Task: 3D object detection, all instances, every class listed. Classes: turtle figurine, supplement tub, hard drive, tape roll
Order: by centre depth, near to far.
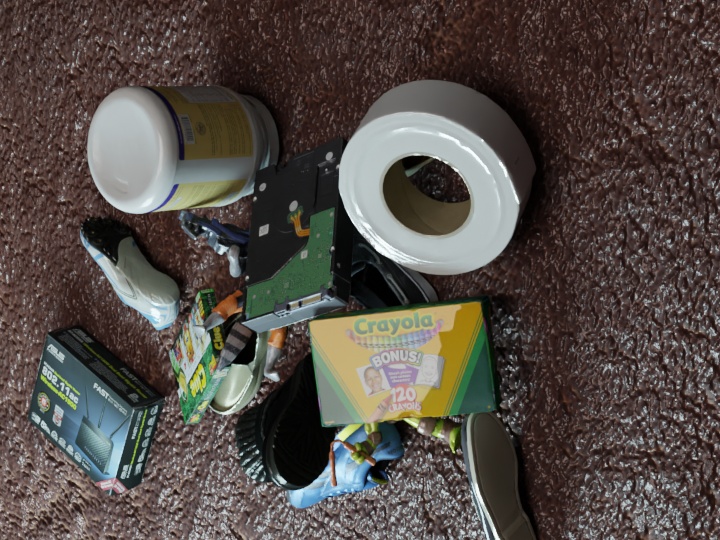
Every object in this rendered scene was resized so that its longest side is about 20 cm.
[{"bbox_3d":[0.080,-0.096,1.547,0.200,0.071,0.205,12,128,16],"label":"tape roll"},{"bbox_3d":[-0.067,-0.039,1.666,0.139,0.038,0.203,-19,55,35],"label":"hard drive"},{"bbox_3d":[0.041,0.160,1.681,0.159,0.064,0.203,11,89,18],"label":"turtle figurine"},{"bbox_3d":[-0.207,-0.146,1.737,0.144,0.199,0.148,6,99,39],"label":"supplement tub"}]

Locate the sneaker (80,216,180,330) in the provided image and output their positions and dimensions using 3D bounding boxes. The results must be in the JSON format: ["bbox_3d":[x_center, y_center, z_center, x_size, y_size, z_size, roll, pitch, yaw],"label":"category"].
[{"bbox_3d":[-0.313,0.002,1.957,0.200,0.071,0.073,44,133,27],"label":"sneaker"}]

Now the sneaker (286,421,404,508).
[{"bbox_3d":[-0.019,0.247,1.772,0.079,0.066,0.200,53,128,12],"label":"sneaker"}]

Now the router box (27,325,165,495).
[{"bbox_3d":[-0.373,0.194,2.055,0.199,0.062,0.151,34,119,29],"label":"router box"}]

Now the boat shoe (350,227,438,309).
[{"bbox_3d":[0.000,0.000,1.693,0.200,0.067,0.072,43,124,24],"label":"boat shoe"}]

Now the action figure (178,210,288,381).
[{"bbox_3d":[-0.142,0.013,1.750,0.198,0.195,0.105,25,147,-6],"label":"action figure"}]

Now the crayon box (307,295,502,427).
[{"bbox_3d":[0.050,0.099,1.608,0.197,0.058,0.121,-7,94,14],"label":"crayon box"}]

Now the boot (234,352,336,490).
[{"bbox_3d":[-0.099,0.212,1.759,0.079,0.212,0.158,38,125,-13],"label":"boot"}]

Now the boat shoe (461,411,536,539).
[{"bbox_3d":[0.139,0.249,1.630,0.062,0.072,0.203,-3,109,47],"label":"boat shoe"}]

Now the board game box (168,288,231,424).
[{"bbox_3d":[-0.205,0.112,1.858,0.200,0.023,0.106,124,132,-58],"label":"board game box"}]

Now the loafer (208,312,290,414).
[{"bbox_3d":[-0.156,0.106,1.848,0.076,0.068,0.201,44,125,23],"label":"loafer"}]

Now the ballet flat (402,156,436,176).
[{"bbox_3d":[0.055,-0.143,1.617,0.199,0.062,0.068,-23,84,41],"label":"ballet flat"}]
